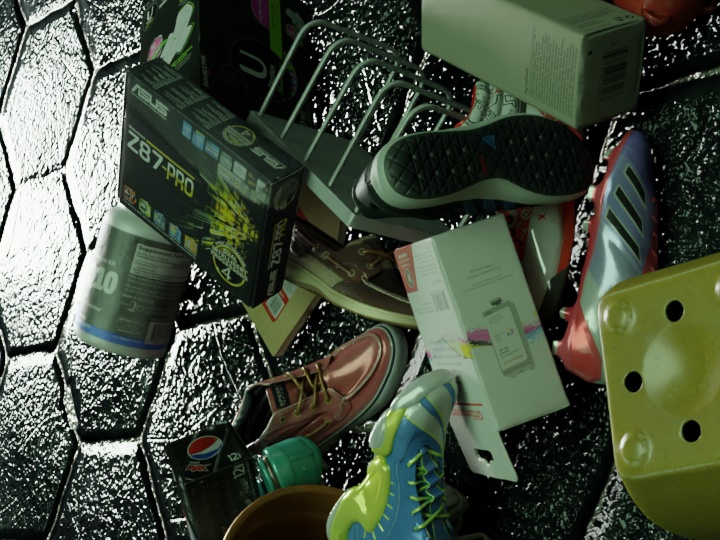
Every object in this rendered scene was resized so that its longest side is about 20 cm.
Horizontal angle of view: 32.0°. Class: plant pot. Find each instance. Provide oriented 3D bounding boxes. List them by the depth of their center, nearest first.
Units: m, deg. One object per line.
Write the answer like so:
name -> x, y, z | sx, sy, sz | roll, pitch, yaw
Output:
plant pot -> 0.259, 0.069, 0.792 | 0.194, 0.200, 0.196 | -20, 66, 45
plant pot -> -0.049, 0.312, 1.115 | 0.140, 0.200, 0.200 | -61, 41, 46

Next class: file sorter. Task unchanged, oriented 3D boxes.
file sorter -> 0.017, -0.129, 1.157 | 0.200, 0.139, 0.125 | 46, 114, 43

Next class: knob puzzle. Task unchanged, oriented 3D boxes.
knob puzzle -> -0.068, -0.041, 1.315 | 0.219, 0.030, 0.220 | -14, 71, 47

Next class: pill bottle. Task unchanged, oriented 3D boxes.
pill bottle -> -0.254, -0.008, 1.458 | 0.114, 0.114, 0.200 | 25, 101, 48

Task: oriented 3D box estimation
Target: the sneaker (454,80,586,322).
sneaker -> 0.123, -0.061, 1.035 | 0.067, 0.108, 0.202 | 87, -169, -80

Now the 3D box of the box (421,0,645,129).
box -> 0.134, -0.190, 1.014 | 0.200, 0.068, 0.082 | 39, 140, 44

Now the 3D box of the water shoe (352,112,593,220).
water shoe -> 0.087, -0.077, 0.970 | 0.079, 0.200, 0.072 | -26, 70, 59

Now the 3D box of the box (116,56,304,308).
box -> -0.146, -0.082, 1.183 | 0.200, 0.049, 0.161 | 38, 136, 23

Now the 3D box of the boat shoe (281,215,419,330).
boat shoe -> 0.000, 0.000, 1.185 | 0.200, 0.072, 0.072 | 24, 96, 37

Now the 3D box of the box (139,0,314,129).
box -> -0.143, -0.207, 1.324 | 0.124, 0.148, 0.200 | -36, 45, 39

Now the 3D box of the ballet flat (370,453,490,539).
ballet flat -> 0.076, 0.230, 1.079 | 0.069, 0.069, 0.200 | -47, 54, 32

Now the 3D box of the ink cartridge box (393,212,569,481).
ink cartridge box -> 0.101, 0.063, 1.015 | 0.116, 0.067, 0.200 | 163, 88, -76

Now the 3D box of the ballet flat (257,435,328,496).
ballet flat -> -0.065, 0.211, 1.218 | 0.200, 0.070, 0.067 | 106, 140, -65

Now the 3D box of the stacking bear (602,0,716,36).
stacking bear -> 0.200, -0.265, 1.005 | 0.200, 0.121, 0.114 | 52, 138, 31

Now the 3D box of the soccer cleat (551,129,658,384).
soccer cleat -> 0.208, -0.008, 0.983 | 0.076, 0.067, 0.200 | 14, 87, 18

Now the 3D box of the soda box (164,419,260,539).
soda box -> -0.131, 0.245, 1.218 | 0.063, 0.071, 0.200 | -130, 26, -50

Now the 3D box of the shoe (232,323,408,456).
shoe -> -0.043, 0.120, 1.207 | 0.200, 0.091, 0.072 | -47, 50, 32

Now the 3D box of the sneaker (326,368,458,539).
sneaker -> 0.051, 0.177, 1.016 | 0.105, 0.076, 0.200 | 42, 125, 24
